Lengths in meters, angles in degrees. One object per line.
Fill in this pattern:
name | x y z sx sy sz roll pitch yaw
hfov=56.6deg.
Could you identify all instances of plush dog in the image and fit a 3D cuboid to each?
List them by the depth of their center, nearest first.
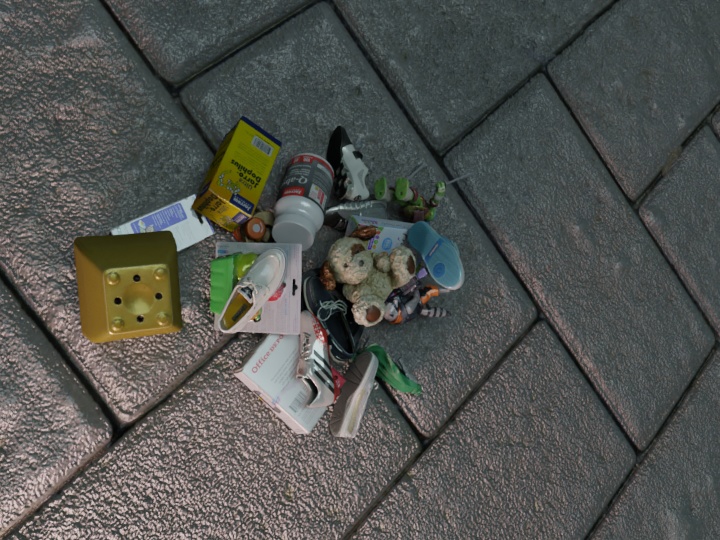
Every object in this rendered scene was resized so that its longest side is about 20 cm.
plush dog | 0.000 0.000 1.473 0.172 0.160 0.201 45 73 -18

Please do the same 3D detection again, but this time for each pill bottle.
pill bottle | -0.129 -0.152 1.480 0.114 0.116 0.204 25 51 -18

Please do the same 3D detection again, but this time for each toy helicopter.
toy helicopter | -0.198 -0.032 1.492 0.130 0.078 0.206 -15 97 -35

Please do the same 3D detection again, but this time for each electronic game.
electronic game | -0.076 0.092 1.520 0.196 0.041 0.205 12 65 -27

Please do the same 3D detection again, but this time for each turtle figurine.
turtle figurine | 0.133 -0.205 1.615 0.192 0.202 0.144 10 29 -51

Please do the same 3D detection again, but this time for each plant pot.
plant pot | -0.428 0.037 1.263 0.191 0.199 0.200 -6 100 -25

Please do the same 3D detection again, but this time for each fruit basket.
fruit basket | -0.215 0.035 1.403 0.194 0.094 0.191 1 92 8

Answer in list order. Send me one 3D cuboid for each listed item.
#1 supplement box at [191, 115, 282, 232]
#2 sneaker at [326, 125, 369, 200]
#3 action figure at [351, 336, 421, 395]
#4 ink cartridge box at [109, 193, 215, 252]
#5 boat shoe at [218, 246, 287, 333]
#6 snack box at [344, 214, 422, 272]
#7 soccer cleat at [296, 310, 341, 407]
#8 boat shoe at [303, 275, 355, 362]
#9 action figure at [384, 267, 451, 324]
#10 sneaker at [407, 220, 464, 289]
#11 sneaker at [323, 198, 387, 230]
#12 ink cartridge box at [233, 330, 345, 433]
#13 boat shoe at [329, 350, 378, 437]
supplement box | -0.265 -0.207 1.440 0.108 0.108 0.204 30 59 -23
sneaker | -0.025 -0.250 1.594 0.087 0.074 0.205 7 61 -33
action figure | 0.070 0.230 1.547 0.199 0.117 0.055 41 54 -21
ink cartridge box | -0.416 -0.078 1.408 0.197 0.039 0.101 -27 91 -25
boat shoe | -0.216 0.040 1.323 0.071 0.070 0.201 40 95 3
snack box | 0.054 -0.044 1.565 0.195 0.053 0.145 6 116 -26
soccer cleat | -0.102 0.185 1.393 0.084 0.068 0.205 -13 86 -36
boat shoe | -0.066 0.101 1.458 0.074 0.062 0.204 -12 78 -34
action figure | 0.131 0.071 1.540 0.190 0.200 0.107 -14 72 -34
sneaker | 0.197 -0.022 1.497 0.129 0.080 0.202 27 25 -46
sneaker | -0.012 -0.101 1.579 0.196 0.075 0.119 -12 87 -27
ink cartridge box | -0.152 0.230 1.442 0.200 0.085 0.148 44 64 -9
boat shoe | -0.005 0.277 1.487 0.064 0.074 0.206 17 97 -31
